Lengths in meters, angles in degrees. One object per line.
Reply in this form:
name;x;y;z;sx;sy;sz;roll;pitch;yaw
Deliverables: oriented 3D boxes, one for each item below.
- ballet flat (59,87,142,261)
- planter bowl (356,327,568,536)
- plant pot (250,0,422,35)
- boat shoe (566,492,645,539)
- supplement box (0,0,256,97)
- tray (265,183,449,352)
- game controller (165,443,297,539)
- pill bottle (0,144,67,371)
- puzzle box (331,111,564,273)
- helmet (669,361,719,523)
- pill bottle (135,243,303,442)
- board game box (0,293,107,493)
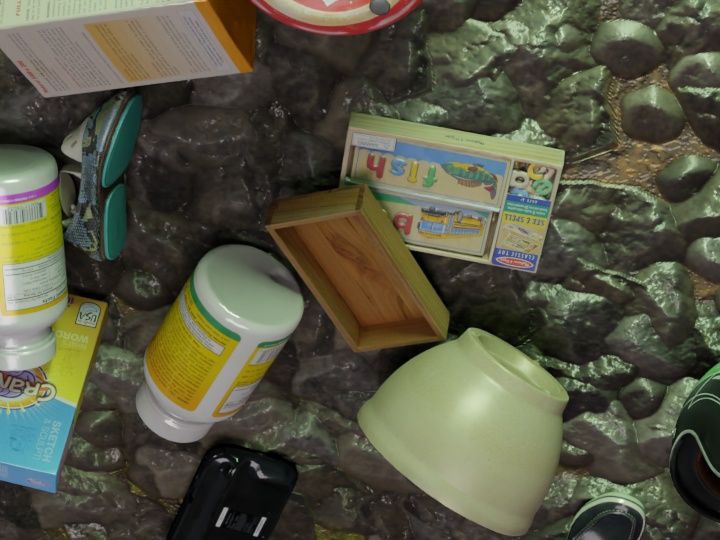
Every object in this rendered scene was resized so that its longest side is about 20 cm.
ballet flat;-0.249;-0.093;1.824;0.074;0.074;0.200;13;128;-1
planter bowl;0.116;0.141;1.895;0.200;0.200;0.135;31;101;-17
plant pot;-0.010;-0.297;1.530;0.200;0.183;0.201;3;130;4
boat shoe;0.241;0.310;2.085;0.075;0.062;0.200;25;128;-10
supplement box;-0.202;-0.217;1.674;0.200;0.074;0.126;-5;156;14
tray;0.000;0.000;1.852;0.099;0.037;0.200;-9;138;25
game controller;-0.141;0.262;2.133;0.104;0.042;0.200;10;133;-18
pill bottle;-0.330;-0.011;1.848;0.104;0.104;0.200;3;113;7
puzzle box;0.078;-0.070;1.811;0.200;0.025;0.133;10;132;1
helmet;0.393;0.161;1.847;0.200;0.191;0.200;-5;107;-18
pill bottle;-0.144;0.077;1.918;0.113;0.113;0.200;25;130;-11
board game box;-0.344;0.106;1.918;0.153;0.200;0.040;13;146;-2
